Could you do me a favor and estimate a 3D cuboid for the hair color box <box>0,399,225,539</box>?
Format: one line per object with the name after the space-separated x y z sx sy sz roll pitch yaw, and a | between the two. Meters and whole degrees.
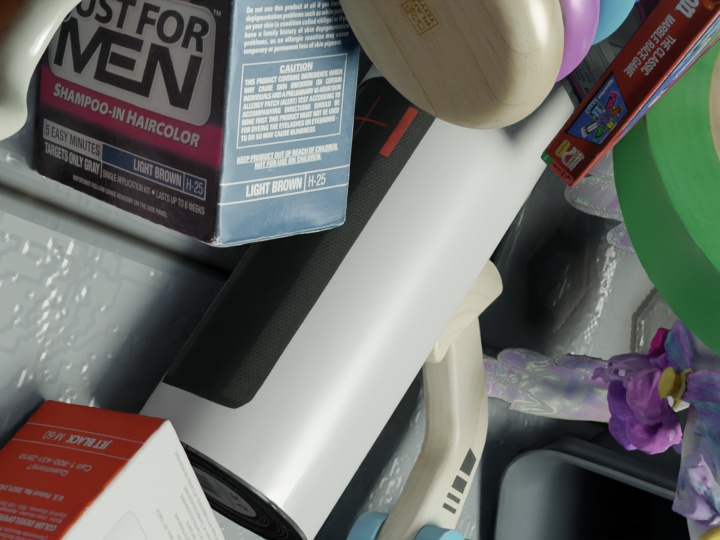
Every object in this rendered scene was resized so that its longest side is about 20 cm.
-0.121 0.150 0.699 0.200 0.064 0.111 -50 132 -39 | hair color box

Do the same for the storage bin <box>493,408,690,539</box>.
0.154 0.157 1.001 0.134 0.145 0.201 -33 133 -49 | storage bin

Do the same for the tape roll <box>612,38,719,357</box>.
0.199 -0.042 0.823 0.201 0.200 0.048 -48 169 -26 | tape roll

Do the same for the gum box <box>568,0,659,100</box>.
0.140 -0.128 0.920 0.114 0.066 0.200 -53 138 -19 | gum box

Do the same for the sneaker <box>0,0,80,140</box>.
-0.109 -0.132 0.620 0.078 0.079 0.202 0 103 -49 | sneaker

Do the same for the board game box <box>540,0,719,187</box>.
0.127 -0.102 0.700 0.103 0.019 0.200 -45 175 -24 | board game box

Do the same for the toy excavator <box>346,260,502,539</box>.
0.025 0.118 0.880 0.195 0.099 0.201 58 48 -46 | toy excavator

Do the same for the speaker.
0.000 0.000 0.797 0.201 0.081 0.081 -57 139 -17 | speaker

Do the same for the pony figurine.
0.157 0.037 0.882 0.192 0.201 0.167 11 127 -17 | pony figurine

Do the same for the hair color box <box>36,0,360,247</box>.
-0.049 -0.118 0.675 0.060 0.100 0.201 -11 112 -43 | hair color box

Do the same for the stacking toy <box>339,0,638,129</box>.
0.085 -0.129 0.674 0.200 0.085 0.086 -39 131 -30 | stacking toy
